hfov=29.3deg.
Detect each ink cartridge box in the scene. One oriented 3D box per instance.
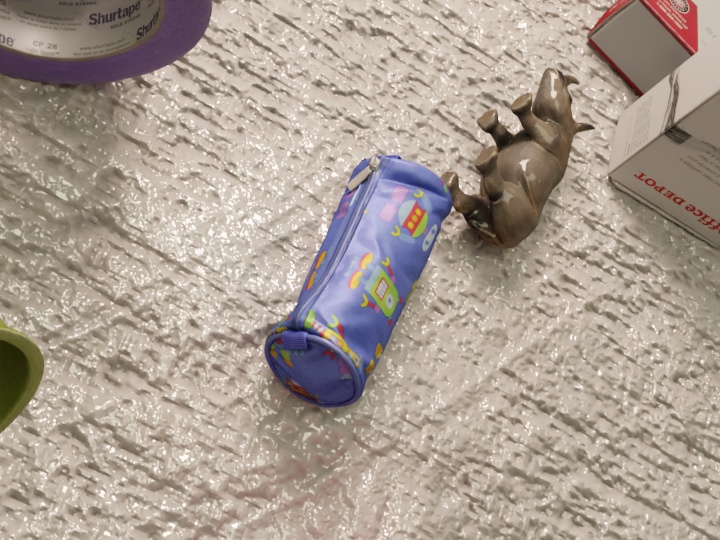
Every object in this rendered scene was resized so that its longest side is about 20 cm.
[{"bbox_3d":[0.331,-0.121,1.176,0.146,0.200,0.083,29,54,-17],"label":"ink cartridge box"},{"bbox_3d":[0.325,-0.240,1.297,0.146,0.083,0.200,44,54,-6],"label":"ink cartridge box"}]

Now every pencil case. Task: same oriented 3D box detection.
[{"bbox_3d":[0.000,0.000,0.998,0.087,0.078,0.201,55,47,-36],"label":"pencil case"}]

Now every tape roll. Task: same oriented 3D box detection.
[{"bbox_3d":[-0.196,-0.209,0.900,0.199,0.200,0.086,11,64,-26],"label":"tape roll"}]

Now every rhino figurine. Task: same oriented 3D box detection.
[{"bbox_3d":[0.138,-0.098,1.135,0.088,0.060,0.200,54,50,-23],"label":"rhino figurine"}]

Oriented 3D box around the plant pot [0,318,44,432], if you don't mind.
[{"bbox_3d":[-0.307,0.013,0.763,0.199,0.200,0.191,-16,65,-35],"label":"plant pot"}]
